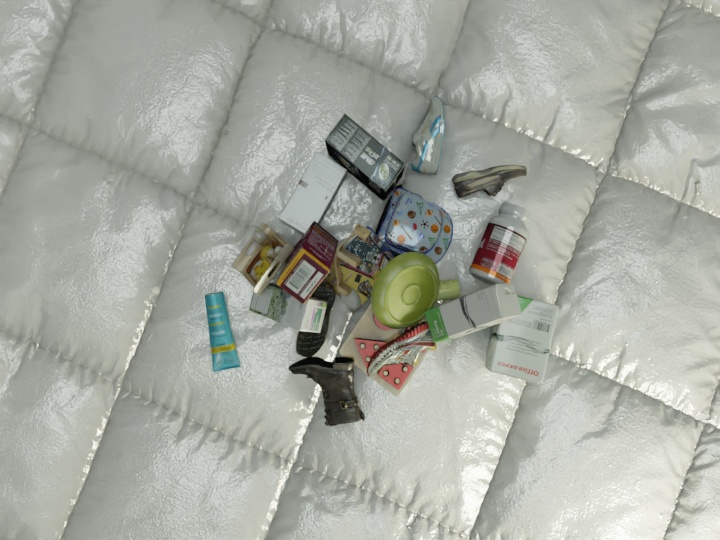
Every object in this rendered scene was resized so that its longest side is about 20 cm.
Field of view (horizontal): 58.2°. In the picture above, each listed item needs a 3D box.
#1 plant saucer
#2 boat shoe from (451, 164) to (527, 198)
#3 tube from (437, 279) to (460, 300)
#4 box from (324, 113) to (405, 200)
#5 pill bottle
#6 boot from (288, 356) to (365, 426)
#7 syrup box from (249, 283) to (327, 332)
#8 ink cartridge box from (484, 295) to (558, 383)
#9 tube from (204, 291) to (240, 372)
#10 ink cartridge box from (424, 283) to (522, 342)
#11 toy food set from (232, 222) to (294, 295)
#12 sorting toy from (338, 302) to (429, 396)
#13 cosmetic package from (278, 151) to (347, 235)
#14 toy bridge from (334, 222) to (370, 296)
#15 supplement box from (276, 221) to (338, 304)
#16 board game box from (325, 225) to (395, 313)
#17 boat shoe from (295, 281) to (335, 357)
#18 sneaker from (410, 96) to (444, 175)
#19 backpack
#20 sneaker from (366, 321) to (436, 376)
[{"bbox_3d":[0.119,0.056,1.589,0.195,0.031,0.205,-12,116,-24],"label":"plant saucer"},{"bbox_3d":[0.340,-0.232,1.699,0.194,0.075,0.076,-9,98,9],"label":"boat shoe"},{"bbox_3d":[0.160,0.057,1.683,0.194,0.058,0.054,-5,79,-4],"label":"tube"},{"bbox_3d":[0.012,-0.284,1.651,0.199,0.164,0.087,40,88,1],"label":"box"},{"bbox_3d":[0.365,-0.065,1.665,0.111,0.113,0.204,23,87,1],"label":"pill bottle"},{"bbox_3d":[-0.089,0.319,1.677,0.194,0.069,0.179,-2,100,15],"label":"boot"},{"bbox_3d":[-0.183,0.091,1.629,0.197,0.081,0.081,16,92,37],"label":"syrup box"},{"bbox_3d":[0.413,0.174,1.669,0.143,0.083,0.206,14,87,1],"label":"ink cartridge box"},{"bbox_3d":[-0.369,0.160,1.699,0.075,0.050,0.206,-9,93,7],"label":"tube"},{"bbox_3d":[0.281,0.105,1.598,0.197,0.145,0.087,-24,77,32],"label":"ink cartridge box"},{"bbox_3d":[-0.253,-0.035,1.640,0.060,0.199,0.145,38,89,-31],"label":"toy food set"},{"bbox_3d":[0.074,0.189,1.679,0.197,0.070,0.202,35,89,2],"label":"sorting toy"},{"bbox_3d":[-0.123,-0.195,1.695,0.100,0.074,0.203,28,87,1],"label":"cosmetic package"},{"bbox_3d":[-0.031,-0.033,1.609,0.066,0.027,0.204,31,126,19],"label":"toy bridge"},{"bbox_3d":[-0.126,-0.023,1.575,0.085,0.201,0.111,37,112,-11],"label":"supplement box"},{"bbox_3d":[0.000,0.000,1.646,0.136,0.034,0.200,49,129,3],"label":"board game box"},{"bbox_3d":[-0.112,0.125,1.682,0.074,0.074,0.204,21,98,-7],"label":"boat shoe"},{"bbox_3d":[0.177,-0.357,1.698,0.078,0.077,0.206,7,86,3],"label":"sneaker"},{"bbox_3d":[0.143,-0.102,1.656,0.187,0.154,0.204,24,85,-9],"label":"backpack"},{"bbox_3d":[0.102,0.208,1.604,0.197,0.078,0.083,-31,89,-1],"label":"sneaker"}]
